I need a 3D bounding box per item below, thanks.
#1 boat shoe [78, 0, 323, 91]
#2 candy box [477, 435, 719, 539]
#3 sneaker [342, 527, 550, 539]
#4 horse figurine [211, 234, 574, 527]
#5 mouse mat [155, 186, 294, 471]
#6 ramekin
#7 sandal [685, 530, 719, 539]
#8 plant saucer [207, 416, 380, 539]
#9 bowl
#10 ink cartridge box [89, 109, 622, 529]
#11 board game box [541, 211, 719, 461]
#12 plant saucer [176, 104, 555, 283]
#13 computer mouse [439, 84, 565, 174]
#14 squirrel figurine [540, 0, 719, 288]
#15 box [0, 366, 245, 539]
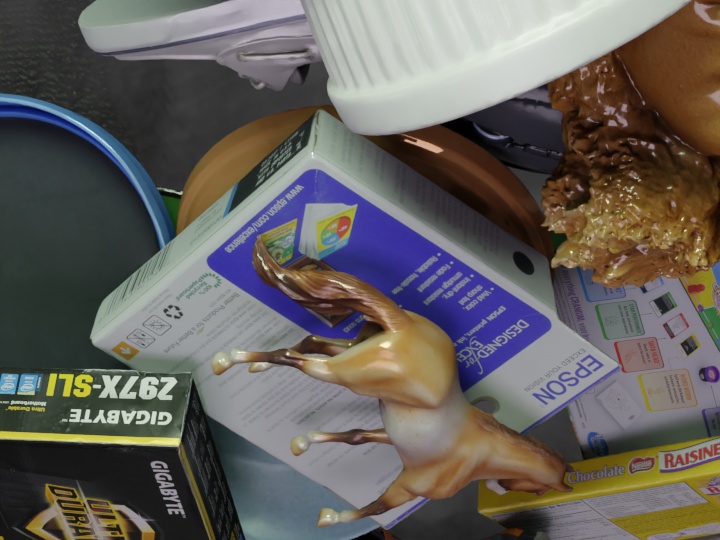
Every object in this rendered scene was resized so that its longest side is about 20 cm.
[{"bbox_3d":[-0.043,-0.125,1.199,0.200,0.072,0.066,-11,119,10],"label":"boat shoe"},{"bbox_3d":[0.176,0.124,1.319,0.200,0.026,0.102,-13,150,27],"label":"candy box"},{"bbox_3d":[0.039,0.184,1.367,0.112,0.078,0.200,22,155,-1],"label":"sneaker"},{"bbox_3d":[0.012,0.064,1.163,0.132,0.050,0.200,-10,133,22],"label":"horse figurine"},{"bbox_3d":[-0.079,0.040,1.366,0.161,0.008,0.200,12,129,5],"label":"mouse mat"},{"bbox_3d":[0.060,-0.153,1.051,0.200,0.200,0.105,-19,107,25],"label":"ramekin"},{"bbox_3d":[0.278,0.164,1.328,0.206,0.079,0.059,-16,118,21],"label":"sandal"},{"bbox_3d":[-0.052,0.072,1.354,0.201,0.039,0.201,6,127,8],"label":"plant saucer"},{"bbox_3d":[-0.192,0.000,1.299,0.200,0.039,0.201,3,103,14],"label":"bowl"},{"bbox_3d":[-0.003,0.031,1.199,0.200,0.043,0.198,35,132,-20],"label":"ink cartridge box"},{"bbox_3d":[0.201,0.028,1.269,0.200,0.040,0.153,-7,124,18],"label":"board game box"},{"bbox_3d":[0.000,0.000,1.225,0.200,0.037,0.200,6,136,6],"label":"plant saucer"},{"bbox_3d":[0.079,-0.059,1.209,0.200,0.046,0.140,3,147,-8],"label":"computer mouse"},{"bbox_3d":[0.184,-0.056,1.097,0.200,0.142,0.187,-15,103,27],"label":"squirrel figurine"},{"bbox_3d":[-0.155,0.119,1.277,0.160,0.049,0.200,3,148,8],"label":"box"}]
